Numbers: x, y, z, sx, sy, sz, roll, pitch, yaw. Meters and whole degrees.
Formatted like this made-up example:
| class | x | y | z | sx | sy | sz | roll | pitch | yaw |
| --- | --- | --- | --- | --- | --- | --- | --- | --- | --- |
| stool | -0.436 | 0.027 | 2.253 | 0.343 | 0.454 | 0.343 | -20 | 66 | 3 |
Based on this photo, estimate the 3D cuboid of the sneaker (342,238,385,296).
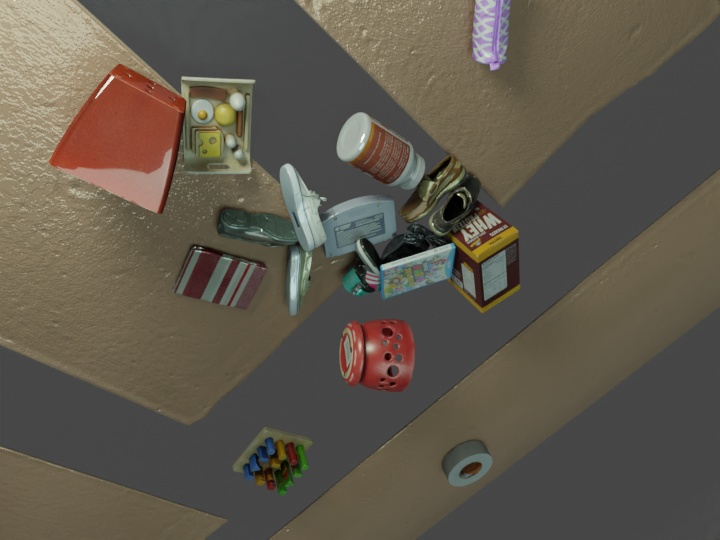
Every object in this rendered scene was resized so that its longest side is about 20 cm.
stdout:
| class | x | y | z | sx | sy | sz | roll | pitch | yaw |
| --- | --- | --- | --- | --- | --- | --- | --- | --- | --- |
| sneaker | 0.000 | 0.000 | 1.512 | 0.118 | 0.085 | 0.201 | -22 | 141 | 14 |

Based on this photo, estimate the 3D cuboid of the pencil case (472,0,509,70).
| class | x | y | z | sx | sy | sz | roll | pitch | yaw |
| --- | --- | --- | --- | --- | --- | --- | --- | --- | --- |
| pencil case | 0.279 | -0.537 | 1.226 | 0.082 | 0.086 | 0.204 | -14 | 132 | -9 |

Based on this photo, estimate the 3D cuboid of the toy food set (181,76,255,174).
| class | x | y | z | sx | sy | sz | roll | pitch | yaw |
| --- | --- | --- | --- | --- | --- | --- | --- | --- | --- |
| toy food set | -0.287 | -0.291 | 1.187 | 0.140 | 0.061 | 0.204 | -5 | 127 | -21 |

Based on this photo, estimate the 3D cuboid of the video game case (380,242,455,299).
| class | x | y | z | sx | sy | sz | roll | pitch | yaw |
| --- | --- | --- | --- | --- | --- | --- | --- | --- | --- |
| video game case | 0.145 | 0.004 | 1.500 | 0.195 | 0.018 | 0.144 | -17 | 147 | -7 |

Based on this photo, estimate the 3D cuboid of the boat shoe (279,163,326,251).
| class | x | y | z | sx | sy | sz | roll | pitch | yaw |
| --- | --- | --- | --- | --- | --- | --- | --- | --- | --- |
| boat shoe | -0.119 | -0.153 | 1.348 | 0.085 | 0.074 | 0.207 | -27 | 109 | -27 |

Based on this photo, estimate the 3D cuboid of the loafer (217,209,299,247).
| class | x | y | z | sx | sy | sz | roll | pitch | yaw |
| --- | --- | --- | --- | --- | --- | --- | --- | --- | --- |
| loafer | -0.238 | -0.093 | 1.371 | 0.195 | 0.073 | 0.063 | 12 | 140 | -25 |

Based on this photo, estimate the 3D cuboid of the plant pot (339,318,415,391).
| class | x | y | z | sx | sy | sz | roll | pitch | yaw |
| --- | --- | --- | --- | --- | --- | --- | --- | --- | --- |
| plant pot | 0.039 | 0.239 | 1.662 | 0.177 | 0.203 | 0.204 | 4 | 126 | -16 |

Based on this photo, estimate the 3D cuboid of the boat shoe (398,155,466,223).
| class | x | y | z | sx | sy | sz | roll | pitch | yaw |
| --- | --- | --- | --- | --- | --- | --- | --- | --- | --- |
| boat shoe | 0.170 | -0.207 | 1.453 | 0.199 | 0.076 | 0.074 | -43 | 126 | 2 |

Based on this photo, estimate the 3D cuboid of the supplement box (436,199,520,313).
| class | x | y | z | sx | sy | sz | roll | pitch | yaw |
| --- | --- | --- | --- | --- | --- | --- | --- | --- | --- |
| supplement box | 0.304 | -0.045 | 1.537 | 0.131 | 0.198 | 0.203 | -28 | 134 | -14 |

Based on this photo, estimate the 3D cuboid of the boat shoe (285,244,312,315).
| class | x | y | z | sx | sy | sz | roll | pitch | yaw |
| --- | --- | --- | --- | --- | --- | --- | --- | --- | --- |
| boat shoe | -0.155 | 0.028 | 1.490 | 0.060 | 0.073 | 0.204 | -4 | 125 | -17 |

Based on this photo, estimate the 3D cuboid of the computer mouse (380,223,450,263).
| class | x | y | z | sx | sy | sz | roll | pitch | yaw |
| --- | --- | --- | --- | --- | --- | --- | --- | --- | --- |
| computer mouse | 0.128 | -0.063 | 1.524 | 0.136 | 0.054 | 0.199 | 24 | 142 | -27 |

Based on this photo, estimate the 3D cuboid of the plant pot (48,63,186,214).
| class | x | y | z | sx | sy | sz | roll | pitch | yaw |
| --- | --- | --- | --- | --- | --- | --- | --- | --- | --- |
| plant pot | -0.414 | -0.253 | 1.064 | 0.196 | 0.201 | 0.179 | 25 | 106 | -24 |

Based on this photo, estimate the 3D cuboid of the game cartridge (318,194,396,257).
| class | x | y | z | sx | sy | sz | roll | pitch | yaw |
| --- | --- | --- | --- | --- | --- | --- | --- | --- | --- |
| game cartridge | -0.006 | -0.116 | 1.467 | 0.195 | 0.042 | 0.136 | -17 | 127 | -10 |

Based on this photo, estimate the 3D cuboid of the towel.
| class | x | y | z | sx | sy | sz | roll | pitch | yaw |
| --- | --- | --- | --- | --- | --- | --- | --- | --- | --- |
| towel | -0.342 | 0.021 | 1.437 | 0.196 | 0.023 | 0.146 | 16 | 120 | -31 |

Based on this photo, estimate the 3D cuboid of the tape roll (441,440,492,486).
| class | x | y | z | sx | sy | sz | roll | pitch | yaw |
| --- | --- | --- | --- | --- | --- | --- | --- | --- | --- |
| tape roll | 0.425 | 0.769 | 2.333 | 0.195 | 0.067 | 0.204 | -12 | 131 | -14 |

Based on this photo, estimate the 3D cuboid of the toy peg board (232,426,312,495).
| class | x | y | z | sx | sy | sz | roll | pitch | yaw |
| --- | --- | --- | --- | --- | --- | --- | --- | --- | --- |
| toy peg board | -0.274 | 0.627 | 1.892 | 0.197 | 0.099 | 0.201 | 25 | 113 | -36 |

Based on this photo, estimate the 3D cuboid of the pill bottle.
| class | x | y | z | sx | sy | sz | roll | pitch | yaw |
| --- | --- | --- | --- | --- | --- | --- | --- | --- | --- |
| pill bottle | 0.051 | -0.261 | 1.324 | 0.197 | 0.113 | 0.113 | 23 | 115 | -35 |

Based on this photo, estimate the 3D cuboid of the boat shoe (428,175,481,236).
| class | x | y | z | sx | sy | sz | roll | pitch | yaw |
| --- | --- | --- | --- | --- | --- | --- | --- | --- | --- |
| boat shoe | 0.249 | -0.166 | 1.459 | 0.074 | 0.073 | 0.201 | 41 | 65 | -6 |
